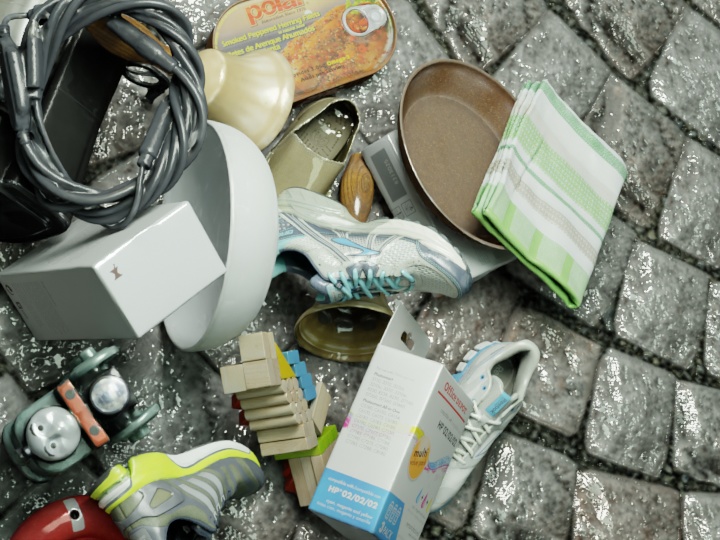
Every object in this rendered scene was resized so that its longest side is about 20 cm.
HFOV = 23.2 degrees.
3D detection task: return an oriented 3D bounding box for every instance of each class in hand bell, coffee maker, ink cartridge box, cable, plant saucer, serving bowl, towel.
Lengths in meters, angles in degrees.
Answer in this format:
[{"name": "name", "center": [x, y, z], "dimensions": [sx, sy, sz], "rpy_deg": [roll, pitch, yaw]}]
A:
[{"name": "hand bell", "center": [-0.162, -0.178, 1.524], "dimensions": [0.200, 0.104, 0.104], "rpy_deg": [23, 62, -46]}, {"name": "hand bell", "center": [-0.004, -0.026, 1.641], "dimensions": [0.104, 0.104, 0.200], "rpy_deg": [16, 56, -19]}, {"name": "coffee maker", "center": [-0.271, -0.129, 1.513], "dimensions": [0.192, 0.135, 0.200], "rpy_deg": [23, 66, -17]}, {"name": "ink cartridge box", "center": [0.038, 0.143, 1.549], "dimensions": [0.068, 0.115, 0.200], "rpy_deg": [17, 75, 24]}, {"name": "cable", "center": [-0.203, -0.132, 1.421], "dimensions": [0.163, 0.051, 0.200], "rpy_deg": [-12, 83, -9]}, {"name": "ink cartridge box", "center": [0.107, -0.077, 1.728], "dimensions": [0.200, 0.050, 0.162], "rpy_deg": [-21, 83, -50]}, {"name": "plant saucer", "center": [0.104, -0.105, 1.679], "dimensions": [0.200, 0.037, 0.201], "rpy_deg": [22, 53, -33]}, {"name": "serving bowl", "center": [-0.115, -0.028, 1.512], "dimensions": [0.066, 0.200, 0.201], "rpy_deg": [5, 72, -23]}, {"name": "towel", "center": [0.190, -0.078, 1.696], "dimensions": [0.149, 0.031, 0.200], "rpy_deg": [41, 46, -18]}]

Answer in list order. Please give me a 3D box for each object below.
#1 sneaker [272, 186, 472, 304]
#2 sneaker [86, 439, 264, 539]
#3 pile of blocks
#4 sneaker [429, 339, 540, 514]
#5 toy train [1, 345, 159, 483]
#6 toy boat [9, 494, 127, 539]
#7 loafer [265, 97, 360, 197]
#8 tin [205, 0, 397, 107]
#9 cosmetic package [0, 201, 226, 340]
[{"name": "sneaker", "center": [0.000, 0.000, 1.537], "dimensions": [0.200, 0.078, 0.086], "rpy_deg": [16, 57, 20]}, {"name": "sneaker", "center": [-0.144, 0.196, 1.464], "dimensions": [0.200, 0.074, 0.081], "rpy_deg": [-3, 59, -57]}, {"name": "pile of blocks", "center": [-0.071, 0.125, 1.542], "dimensions": [0.082, 0.062, 0.200], "rpy_deg": [-73, 145, -49]}, {"name": "sneaker", "center": [0.102, 0.136, 1.626], "dimensions": [0.075, 0.087, 0.200], "rpy_deg": [39, 63, -11]}, {"name": "toy train", "center": [-0.232, 0.123, 1.420], "dimensions": [0.114, 0.200, 0.085], "rpy_deg": [-36, 92, -15]}, {"name": "toy boat", "center": [-0.209, 0.278, 1.410], "dimensions": [0.130, 0.131, 0.200], "rpy_deg": [-14, 80, -28]}, {"name": "loafer", "center": [-0.060, -0.091, 1.634], "dimensions": [0.076, 0.067, 0.200], "rpy_deg": [30, 61, -10]}, {"name": "tin", "center": [-0.058, -0.220, 1.695], "dimensions": [0.200, 0.042, 0.112], "rpy_deg": [-22, 86, -28]}, {"name": "cosmetic package", "center": [-0.209, 0.002, 1.455], "dimensions": [0.101, 0.200, 0.071], "rpy_deg": [-38, 108, -28]}]
